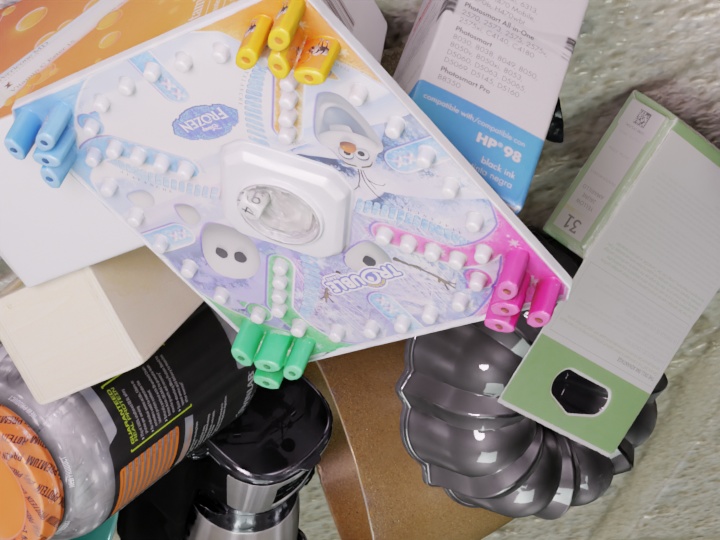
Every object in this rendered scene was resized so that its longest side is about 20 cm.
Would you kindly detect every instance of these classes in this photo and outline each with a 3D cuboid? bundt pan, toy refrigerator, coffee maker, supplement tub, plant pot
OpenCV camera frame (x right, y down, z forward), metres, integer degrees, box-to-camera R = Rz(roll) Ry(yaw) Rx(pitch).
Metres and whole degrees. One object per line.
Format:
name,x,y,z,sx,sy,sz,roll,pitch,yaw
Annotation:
bundt pan,0.126,0.077,1.261,0.201,0.204,0.076,14,-174,-35
toy refrigerator,-0.124,-0.009,1.064,0.075,0.200,0.070,-22,104,28
coffee maker,-0.121,0.134,1.366,0.191,0.135,0.201,19,140,5
supplement tub,-0.162,0.080,1.142,0.122,0.123,0.200,-35,-179,42
plant pot,0.073,0.115,1.378,0.198,0.188,0.187,-16,154,-12

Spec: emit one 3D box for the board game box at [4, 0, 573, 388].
board game box,-0.037,-0.026,0.852,0.199,0.026,0.200,-16,129,42

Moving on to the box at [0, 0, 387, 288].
box,-0.099,-0.092,0.944,0.199,0.125,0.098,-19,125,22

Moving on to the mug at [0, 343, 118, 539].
mug,-0.258,0.152,1.349,0.114,0.186,0.152,15,166,37

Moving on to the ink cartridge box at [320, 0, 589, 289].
ink cartridge box,0.055,-0.092,0.913,0.066,0.201,0.116,24,147,-6

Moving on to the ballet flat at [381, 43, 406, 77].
ballet flat,0.001,-0.112,1.050,0.198,0.047,0.067,-6,-174,11

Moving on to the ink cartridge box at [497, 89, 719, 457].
ink cartridge box,0.164,0.006,1.177,0.145,0.048,0.201,28,99,-48

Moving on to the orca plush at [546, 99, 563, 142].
orca plush,0.019,-0.057,1.079,0.198,0.072,0.105,-8,-173,-2
